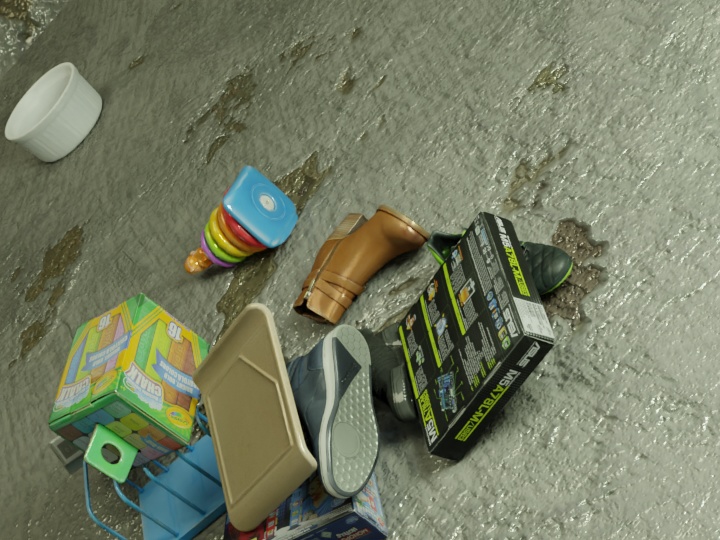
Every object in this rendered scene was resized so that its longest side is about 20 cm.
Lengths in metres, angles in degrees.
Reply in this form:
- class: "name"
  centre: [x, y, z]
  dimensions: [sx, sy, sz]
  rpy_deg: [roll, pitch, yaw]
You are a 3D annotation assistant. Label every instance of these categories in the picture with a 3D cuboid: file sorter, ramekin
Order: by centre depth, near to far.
- class: "file sorter"
  centre: [-0.235, 0.241, 1.713]
  dimensions: [0.200, 0.123, 0.139]
  rpy_deg: [-40, 34, 12]
- class: "ramekin"
  centre: [-0.620, -0.316, 2.783]
  dimensions: [0.200, 0.098, 0.201]
  rpy_deg: [-30, 36, 25]

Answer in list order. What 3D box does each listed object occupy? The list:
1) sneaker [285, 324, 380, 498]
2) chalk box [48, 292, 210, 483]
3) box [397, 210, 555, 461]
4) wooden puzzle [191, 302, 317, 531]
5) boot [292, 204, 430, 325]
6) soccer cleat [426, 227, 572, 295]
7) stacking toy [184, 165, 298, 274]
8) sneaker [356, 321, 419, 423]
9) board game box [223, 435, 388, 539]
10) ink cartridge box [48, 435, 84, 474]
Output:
- class: "sneaker"
  centre: [-0.053, 0.176, 1.504]
  dimensions: [0.146, 0.077, 0.202]
  rpy_deg: [-33, 42, 36]
- class: "chalk box"
  centre: [-0.277, 0.153, 1.628]
  dimensions: [0.124, 0.124, 0.200]
  rpy_deg: [-26, 39, 30]
- class: "box"
  centre: [0.119, 0.069, 1.477]
  dimensions: [0.193, 0.047, 0.200]
  rpy_deg: [-59, 28, 32]
- class: "wooden puzzle"
  centre: [-0.115, 0.163, 1.508]
  dimensions: [0.185, 0.037, 0.200]
  rpy_deg: [-49, 53, 45]
- class: "boot"
  centre: [0.000, 0.000, 1.744]
  dimensions: [0.155, 0.074, 0.200]
  rpy_deg: [-58, 21, -17]
- class: "soccer cleat"
  centre: [0.154, -0.012, 1.562]
  dimensions: [0.200, 0.081, 0.068]
  rpy_deg: [5, 59, 52]
- class: "stacking toy"
  centre: [-0.195, -0.048, 2.010]
  dimensions: [0.200, 0.110, 0.116]
  rpy_deg: [-38, 17, 35]
- class: "sneaker"
  centre: [0.012, 0.125, 1.594]
  dimensions: [0.104, 0.060, 0.200]
  rpy_deg: [-25, 30, 12]
- class: "board game box"
  centre: [-0.061, 0.242, 1.563]
  dimensions: [0.200, 0.062, 0.200]
  rpy_deg: [-29, 36, 28]
- class: "ink cartridge box"
  centre: [-0.317, 0.202, 1.839]
  dimensions: [0.200, 0.044, 0.174]
  rpy_deg: [-35, -10, -14]
